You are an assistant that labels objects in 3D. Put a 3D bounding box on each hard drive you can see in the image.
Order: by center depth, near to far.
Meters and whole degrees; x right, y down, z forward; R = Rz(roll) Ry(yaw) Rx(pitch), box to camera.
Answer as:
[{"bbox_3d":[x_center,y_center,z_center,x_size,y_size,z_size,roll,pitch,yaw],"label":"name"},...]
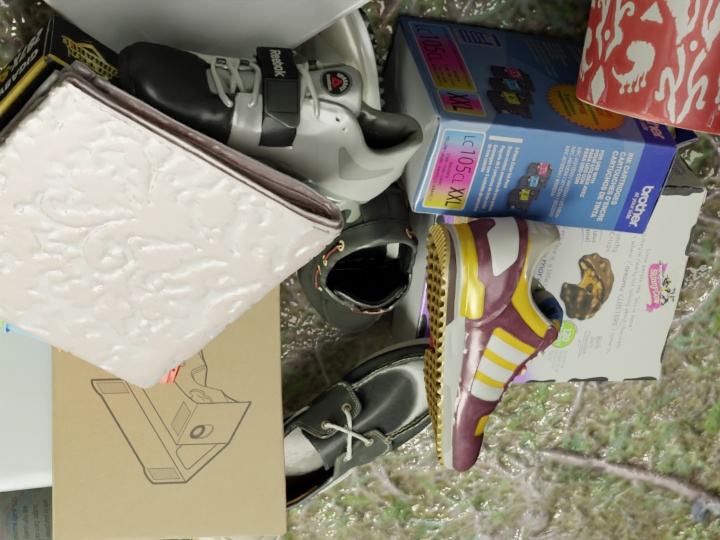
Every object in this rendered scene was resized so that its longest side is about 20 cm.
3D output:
[{"bbox_3d":[-0.248,0.088,1.176,0.199,0.027,0.133,-5,89,-11],"label":"hard drive"}]

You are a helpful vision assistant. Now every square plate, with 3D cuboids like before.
[{"bbox_3d":[-0.092,-0.195,0.935,0.198,0.029,0.200,-28,132,26],"label":"square plate"}]

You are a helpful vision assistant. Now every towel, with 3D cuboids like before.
[{"bbox_3d":[-0.142,-0.020,0.973,0.191,0.032,0.200,30,132,-28],"label":"towel"}]

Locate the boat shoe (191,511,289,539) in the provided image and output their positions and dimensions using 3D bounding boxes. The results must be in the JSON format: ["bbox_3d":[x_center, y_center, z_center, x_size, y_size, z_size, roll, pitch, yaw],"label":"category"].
[{"bbox_3d":[-0.136,0.150,1.259,0.200,0.074,0.069,39,91,-28],"label":"boat shoe"}]

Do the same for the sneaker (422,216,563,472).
[{"bbox_3d":[0.090,0.054,1.108,0.090,0.075,0.201,-5,129,-5],"label":"sneaker"}]

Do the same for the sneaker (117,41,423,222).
[{"bbox_3d":[-0.047,-0.100,0.974,0.199,0.074,0.088,20,134,-40],"label":"sneaker"}]

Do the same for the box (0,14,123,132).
[{"bbox_3d":[-0.152,-0.042,1.016,0.200,0.049,0.160,32,121,-29],"label":"box"}]

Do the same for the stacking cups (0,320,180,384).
[{"bbox_3d":[-0.211,0.019,1.124,0.199,0.061,0.061,19,117,-2],"label":"stacking cups"}]

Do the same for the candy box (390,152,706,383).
[{"bbox_3d":[0.134,-0.005,1.222,0.199,0.072,0.169,0,121,-13],"label":"candy box"}]

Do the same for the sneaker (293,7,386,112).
[{"bbox_3d":[-0.035,-0.106,1.117,0.093,0.070,0.201,-15,127,-10],"label":"sneaker"}]

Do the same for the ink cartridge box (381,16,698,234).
[{"bbox_3d":[0.123,-0.096,1.123,0.199,0.137,0.077,7,125,-18],"label":"ink cartridge box"}]

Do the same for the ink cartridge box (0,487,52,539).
[{"bbox_3d":[-0.264,0.252,1.239,0.199,0.146,0.145,2,121,-14],"label":"ink cartridge box"}]

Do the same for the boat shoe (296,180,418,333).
[{"bbox_3d":[-0.003,0.000,1.151,0.073,0.063,0.202,-9,156,-10],"label":"boat shoe"}]

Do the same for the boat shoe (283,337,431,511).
[{"bbox_3d":[-0.009,0.117,1.205,0.200,0.068,0.072,-31,101,22],"label":"boat shoe"}]

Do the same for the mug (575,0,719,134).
[{"bbox_3d":[0.228,-0.188,1.031,0.177,0.133,0.201,11,101,-7],"label":"mug"}]

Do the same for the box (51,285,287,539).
[{"bbox_3d":[-0.134,0.087,1.171,0.162,0.021,0.201,-1,88,-9],"label":"box"}]

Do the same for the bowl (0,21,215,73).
[{"bbox_3d":[-0.159,-0.085,1.089,0.200,0.091,0.202,-7,123,-10],"label":"bowl"}]
